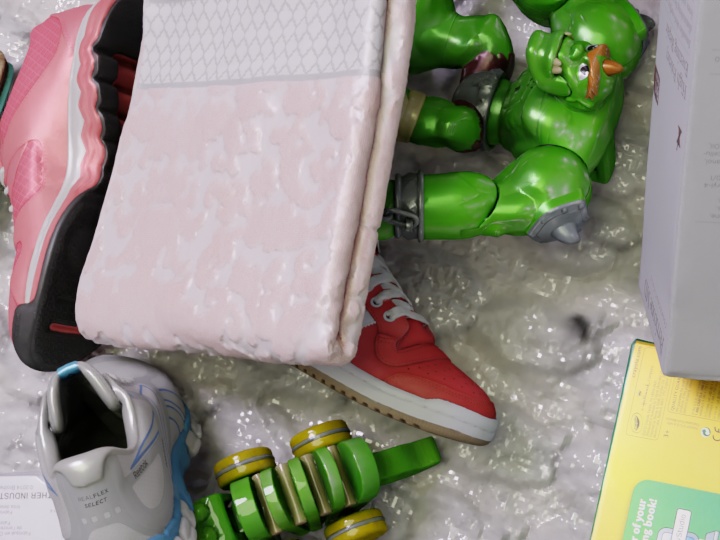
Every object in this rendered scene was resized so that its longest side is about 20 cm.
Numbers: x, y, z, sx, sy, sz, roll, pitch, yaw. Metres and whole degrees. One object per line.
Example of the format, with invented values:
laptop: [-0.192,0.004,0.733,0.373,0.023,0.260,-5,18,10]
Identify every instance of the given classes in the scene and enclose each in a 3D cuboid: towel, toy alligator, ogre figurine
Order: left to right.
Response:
towel: [-0.058,-0.053,1.078,0.200,0.032,0.192,3,80,50]
toy alligator: [-0.056,0.117,1.086,0.199,0.054,0.060,-20,75,-3]
ogre figurine: [0.069,-0.087,1.095,0.119,0.098,0.200,17,40,9]

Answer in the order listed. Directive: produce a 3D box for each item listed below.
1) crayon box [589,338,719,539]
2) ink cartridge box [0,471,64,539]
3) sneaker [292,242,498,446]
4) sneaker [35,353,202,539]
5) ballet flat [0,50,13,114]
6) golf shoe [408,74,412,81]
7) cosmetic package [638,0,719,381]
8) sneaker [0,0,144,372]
crayon box: [0.164,0.141,1.027,0.118,0.058,0.201,10,80,21]
ink cartridge box: [-0.152,0.200,1.129,0.119,0.042,0.201,-3,73,17]
sneaker: [0.000,0.000,1.112,0.200,0.071,0.113,29,90,25]
sneaker: [-0.120,0.072,1.078,0.075,0.200,0.087,-21,113,-2]
ballet flat: [-0.244,-0.032,1.199,0.065,0.070,0.201,21,80,-19]
golf shoe: [-0.057,-0.158,1.159,0.200,0.097,0.078,43,91,22]
cosmetic package: [0.167,-0.060,0.997,0.074,0.102,0.201,3,113,-2]
sneaker: [-0.154,-0.045,1.189,0.087,0.074,0.201,3,78,40]
